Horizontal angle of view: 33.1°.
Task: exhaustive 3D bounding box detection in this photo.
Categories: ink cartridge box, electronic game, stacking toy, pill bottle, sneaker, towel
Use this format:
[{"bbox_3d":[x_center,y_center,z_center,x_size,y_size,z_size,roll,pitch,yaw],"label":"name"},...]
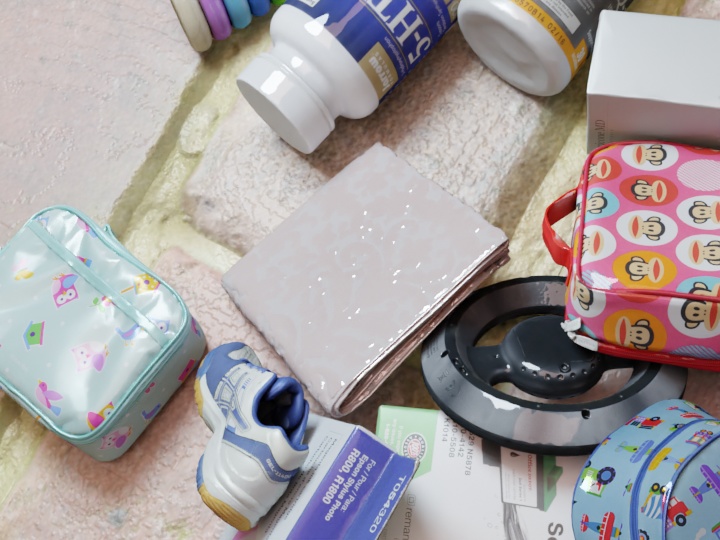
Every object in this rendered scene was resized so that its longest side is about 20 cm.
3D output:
[{"bbox_3d":[0.107,0.185,0.890,0.197,0.084,0.148,3,70,13],"label":"ink cartridge box"},{"bbox_3d":[0.143,0.066,0.907,0.197,0.042,0.201,-2,35,1],"label":"electronic game"},{"bbox_3d":[-0.081,-0.280,1.114,0.198,0.086,0.086,-26,66,-4],"label":"stacking toy"},{"bbox_3d":[0.182,-0.257,1.028,0.116,0.117,0.201,36,80,21],"label":"pill bottle"},{"bbox_3d":[-0.008,-0.203,1.044,0.119,0.120,0.200,39,81,22],"label":"pill bottle"},{"bbox_3d":[-0.073,0.107,0.920,0.088,0.075,0.201,-44,28,15],"label":"sneaker"},{"bbox_3d":[0.000,0.000,0.976,0.191,0.032,0.200,-41,42,-6],"label":"towel"},{"bbox_3d":[-0.056,0.198,0.866,0.043,0.200,0.198,35,76,-14],"label":"ink cartridge box"}]

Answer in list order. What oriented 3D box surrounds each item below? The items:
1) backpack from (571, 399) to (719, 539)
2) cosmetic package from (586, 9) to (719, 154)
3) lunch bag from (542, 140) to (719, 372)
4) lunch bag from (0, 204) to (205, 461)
[{"bbox_3d":[0.238,0.185,0.779,0.181,0.134,0.202,-26,92,-32],"label":"backpack"},{"bbox_3d":[0.282,-0.138,0.966,0.197,0.113,0.082,6,70,15],"label":"cosmetic package"},{"bbox_3d":[0.222,-0.019,0.908,0.173,0.083,0.201,7,40,12],"label":"lunch bag"},{"bbox_3d":[-0.237,0.044,1.017,0.199,0.077,0.161,36,80,21],"label":"lunch bag"}]
